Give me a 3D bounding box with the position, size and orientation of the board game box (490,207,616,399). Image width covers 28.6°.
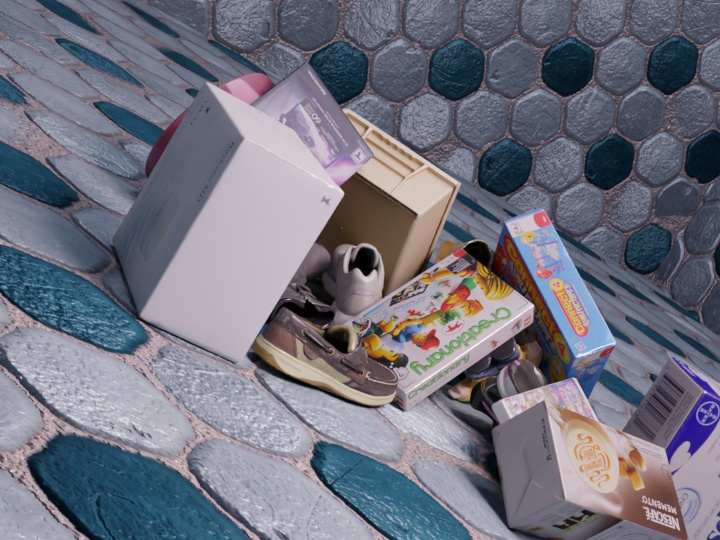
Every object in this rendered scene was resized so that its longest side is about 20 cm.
[{"bbox_3d":[0.228,0.060,1.749,0.196,0.056,0.201,97,-29,-60],"label":"board game box"}]

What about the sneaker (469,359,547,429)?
[{"bbox_3d":[0.203,0.179,1.668,0.200,0.086,0.081,49,40,-28],"label":"sneaker"}]

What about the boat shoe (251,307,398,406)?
[{"bbox_3d":[-0.023,0.089,1.461,0.199,0.065,0.073,21,15,-47],"label":"boat shoe"}]

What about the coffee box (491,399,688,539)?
[{"bbox_3d":[0.237,0.223,1.454,0.199,0.080,0.115,24,45,-36],"label":"coffee box"}]

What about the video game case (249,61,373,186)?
[{"bbox_3d":[-0.079,-0.147,1.677,0.143,0.019,0.200,54,45,-9],"label":"video game case"}]

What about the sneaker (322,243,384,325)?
[{"bbox_3d":[0.000,0.000,1.713,0.075,0.093,0.200,9,23,-11],"label":"sneaker"}]

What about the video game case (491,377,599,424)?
[{"bbox_3d":[0.227,0.197,1.568,0.200,0.018,0.144,-6,66,-58],"label":"video game case"}]

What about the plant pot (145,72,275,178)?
[{"bbox_3d":[-0.137,-0.111,1.741,0.179,0.200,0.200,51,15,11],"label":"plant pot"}]

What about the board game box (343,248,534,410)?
[{"bbox_3d":[0.085,0.064,1.612,0.126,0.199,0.035,39,-31,33],"label":"board game box"}]

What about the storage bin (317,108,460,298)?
[{"bbox_3d":[-0.001,-0.074,1.842,0.198,0.201,0.094,36,46,16],"label":"storage bin"}]

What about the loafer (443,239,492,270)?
[{"bbox_3d":[0.113,0.029,1.734,0.075,0.068,0.200,26,44,-3],"label":"loafer"}]

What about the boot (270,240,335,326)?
[{"bbox_3d":[-0.074,0.022,1.644,0.132,0.070,0.199,41,25,27],"label":"boot"}]

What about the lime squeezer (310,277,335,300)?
[{"bbox_3d":[-0.006,0.043,1.775,0.200,0.038,0.071,38,10,18],"label":"lime squeezer"}]

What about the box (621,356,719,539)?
[{"bbox_3d":[0.421,0.239,1.719,0.199,0.185,0.105,27,11,-22],"label":"box"}]

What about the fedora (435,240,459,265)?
[{"bbox_3d":[0.125,0.059,1.877,0.201,0.081,0.201,48,28,-35],"label":"fedora"}]

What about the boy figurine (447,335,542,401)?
[{"bbox_3d":[0.167,0.129,1.718,0.065,0.124,0.200,65,3,33],"label":"boy figurine"}]

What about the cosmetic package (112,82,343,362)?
[{"bbox_3d":[-0.138,-0.052,1.404,0.123,0.200,0.200,27,12,-27],"label":"cosmetic package"}]
